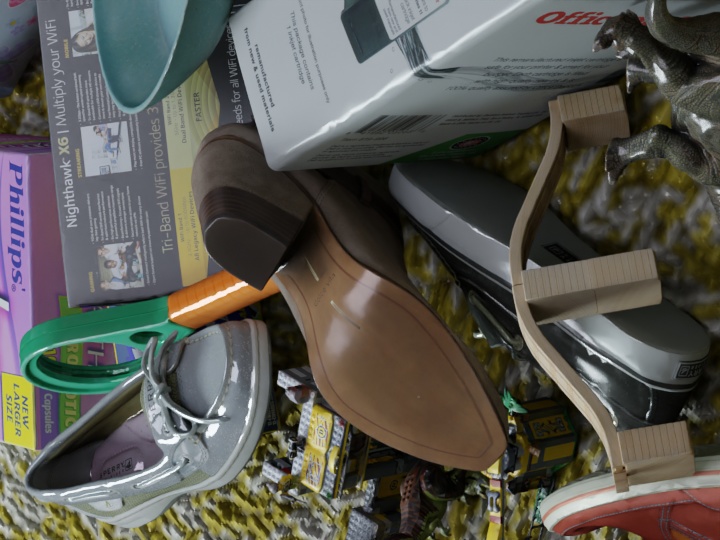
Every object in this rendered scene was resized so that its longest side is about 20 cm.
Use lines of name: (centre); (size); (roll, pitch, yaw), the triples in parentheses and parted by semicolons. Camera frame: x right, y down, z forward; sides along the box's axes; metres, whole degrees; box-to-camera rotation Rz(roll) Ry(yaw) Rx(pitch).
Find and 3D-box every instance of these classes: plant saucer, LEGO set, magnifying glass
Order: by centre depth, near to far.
plant saucer: (-0.092, -0.177, 1.099); (0.200, 0.036, 0.202); (-177, 90, -69)
LEGO set: (0.014, 0.134, 1.127); (0.154, 0.115, 0.201); (37, 121, 38)
magnifying glass: (-0.108, 0.030, 1.188); (0.199, 0.079, 0.023); (-26, 57, 40)

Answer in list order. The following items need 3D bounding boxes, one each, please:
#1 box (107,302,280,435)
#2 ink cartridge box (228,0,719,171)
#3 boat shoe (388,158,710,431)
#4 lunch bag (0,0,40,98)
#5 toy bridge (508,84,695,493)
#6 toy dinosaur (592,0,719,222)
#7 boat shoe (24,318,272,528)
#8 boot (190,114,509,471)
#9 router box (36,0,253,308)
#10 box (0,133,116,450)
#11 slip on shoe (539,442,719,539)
box: (-0.105, 0.002, 1.281); (0.070, 0.064, 0.202); (-13, 86, 48)
ink cartridge box: (0.058, -0.122, 1.025); (0.200, 0.146, 0.084); (-28, 74, 45)
boat shoe: (0.079, 0.013, 1.075); (0.200, 0.070, 0.064); (40, 122, 35)
lunch bag: (-0.276, -0.197, 1.341); (0.170, 0.199, 0.128); (-50, 60, 39)
toy bridge: (0.103, 0.009, 1.004); (0.027, 0.067, 0.201); (72, -170, -59)
toy dinosaur: (0.154, -0.076, 0.931); (0.102, 0.077, 0.201); (9, 144, 17)
boat shoe: (-0.111, 0.084, 1.191); (0.202, 0.064, 0.075); (-36, 53, 49)
boot: (0.000, 0.000, 1.089); (0.200, 0.146, 0.070); (42, 111, -7)
router box: (-0.088, -0.086, 1.203); (0.156, 0.052, 0.202); (-6, 90, 14)
box: (-0.222, 0.007, 1.385); (0.199, 0.096, 0.177); (8, 101, 46)
slip on shoe: (0.162, 0.110, 1.000); (0.199, 0.074, 0.062); (-10, 91, 43)
